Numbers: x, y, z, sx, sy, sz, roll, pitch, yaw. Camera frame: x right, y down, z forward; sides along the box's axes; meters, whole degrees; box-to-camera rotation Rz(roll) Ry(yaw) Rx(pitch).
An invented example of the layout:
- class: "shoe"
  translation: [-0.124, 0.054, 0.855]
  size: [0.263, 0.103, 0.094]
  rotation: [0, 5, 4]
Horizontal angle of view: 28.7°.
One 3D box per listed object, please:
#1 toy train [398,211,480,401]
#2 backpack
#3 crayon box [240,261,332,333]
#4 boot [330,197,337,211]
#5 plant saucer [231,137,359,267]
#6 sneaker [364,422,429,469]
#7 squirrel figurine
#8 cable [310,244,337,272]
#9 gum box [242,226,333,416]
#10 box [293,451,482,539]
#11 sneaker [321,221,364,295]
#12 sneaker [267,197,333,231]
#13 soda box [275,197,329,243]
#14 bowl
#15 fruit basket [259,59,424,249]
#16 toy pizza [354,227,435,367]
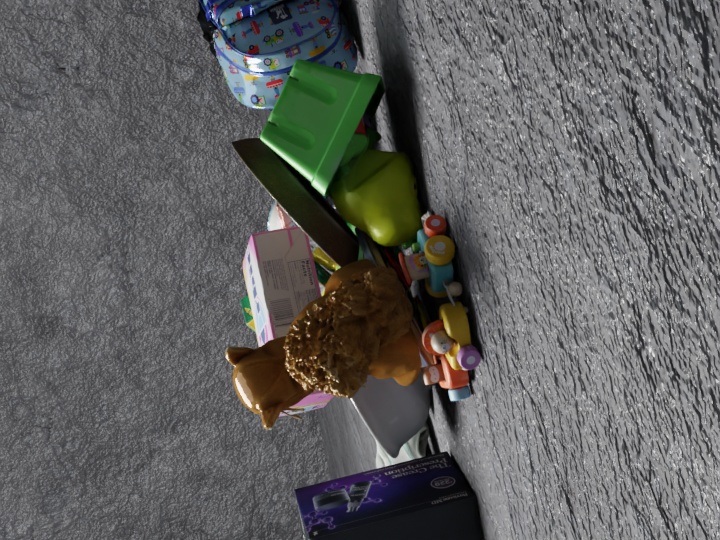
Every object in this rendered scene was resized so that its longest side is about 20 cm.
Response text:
- class: "toy train"
  translation: [0.074, 0.043, 1.448]
  size: [0.150, 0.055, 0.202]
  rotation: [-169, 66, -82]
- class: "backpack"
  translation: [-0.101, -0.298, 1.738]
  size: [0.201, 0.181, 0.135]
  rotation: [-114, 6, -45]
- class: "crayon box"
  translation: [-0.059, 0.076, 1.986]
  size: [0.200, 0.118, 0.058]
  rotation: [41, -163, -35]
- class: "boot"
  translation: [-0.017, -0.130, 1.818]
  size: [0.198, 0.073, 0.164]
  rotation: [-100, 1, -74]
- class: "plant saucer"
  translation: [-0.065, -0.079, 1.569]
  size: [0.200, 0.034, 0.200]
  rotation: [48, -175, -5]
- class: "sneaker"
  translation: [0.049, 0.203, 1.873]
  size: [0.070, 0.080, 0.202]
  rotation: [33, -148, -58]
- class: "squirrel figurine"
  translation: [-0.041, 0.076, 1.424]
  size: [0.143, 0.185, 0.200]
  rotation: [64, 167, 8]
- class: "cable"
  translation: [0.006, 0.008, 1.903]
  size: [0.200, 0.096, 0.051]
  rotation: [42, 112, 53]
- class: "gum box"
  translation: [-0.082, 0.054, 1.595]
  size: [0.114, 0.065, 0.202]
  rotation: [126, 133, -71]
- class: "box"
  translation: [0.031, 0.296, 1.672]
  size: [0.141, 0.198, 0.080]
  rotation: [-123, 20, -69]
- class: "sneaker"
  translation: [0.000, 0.000, 1.773]
  size: [0.084, 0.073, 0.202]
  rotation: [36, 114, 62]
- class: "sneaker"
  translation: [-0.049, -0.077, 1.972]
  size: [0.200, 0.080, 0.077]
  rotation: [-28, -46, -58]
- class: "soda box"
  translation: [-0.077, -0.103, 1.823]
  size: [0.200, 0.068, 0.064]
  rotation: [-106, 3, -63]
- class: "bowl"
  translation: [0.031, 0.112, 1.667]
  size: [0.202, 0.090, 0.201]
  rotation: [62, -176, -7]
- class: "fruit basket"
  translation: [0.000, -0.126, 1.518]
  size: [0.157, 0.214, 0.216]
  rotation: [-63, 11, 4]
- class: "toy pizza"
  translation: [0.050, 0.030, 1.589]
  size: [0.202, 0.032, 0.200]
  rotation: [62, -176, -8]
